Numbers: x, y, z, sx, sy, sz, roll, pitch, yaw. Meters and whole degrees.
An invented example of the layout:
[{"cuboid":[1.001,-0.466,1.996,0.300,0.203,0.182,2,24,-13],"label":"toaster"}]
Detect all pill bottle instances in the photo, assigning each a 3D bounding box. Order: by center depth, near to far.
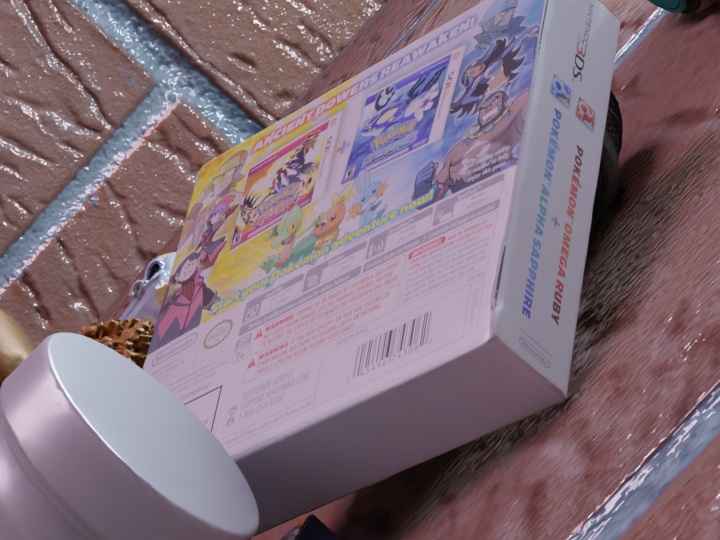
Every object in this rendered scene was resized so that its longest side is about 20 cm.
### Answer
[{"cuboid":[-0.133,0.122,0.810,0.200,0.116,0.116,-46,7,12],"label":"pill bottle"}]

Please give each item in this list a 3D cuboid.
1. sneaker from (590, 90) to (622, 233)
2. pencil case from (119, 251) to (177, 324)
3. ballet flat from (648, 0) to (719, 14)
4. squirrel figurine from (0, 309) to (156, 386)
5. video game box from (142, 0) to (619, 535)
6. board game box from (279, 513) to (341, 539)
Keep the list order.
[{"cuboid":[0.034,-0.017,1.012,0.199,0.076,0.114,-41,8,27],"label":"sneaker"},{"cuboid":[-0.146,0.079,1.493,0.200,0.091,0.083,-47,47,20],"label":"pencil case"},{"cuboid":[0.158,-0.151,1.082,0.067,0.068,0.200,-29,13,-1],"label":"ballet flat"},{"cuboid":[-0.160,0.075,1.249,0.199,0.142,0.187,-23,-37,-14],"label":"squirrel figurine"},{"cuboid":[0.000,0.000,0.894,0.200,0.047,0.183,-27,39,38],"label":"video game box"},{"cuboid":[-0.085,0.181,0.814,0.200,0.035,0.136,-43,9,34],"label":"board game box"}]
